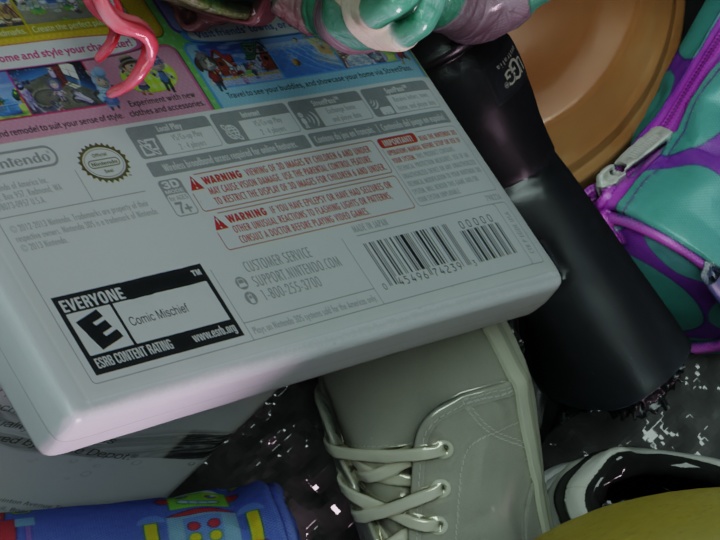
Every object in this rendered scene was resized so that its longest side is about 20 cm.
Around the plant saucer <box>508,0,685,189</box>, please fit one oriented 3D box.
[{"bbox_3d":[0.028,-0.114,0.844,0.199,0.037,0.201,1,73,-3],"label":"plant saucer"}]

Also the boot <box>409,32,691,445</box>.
[{"bbox_3d":[0.000,0.000,0.779,0.169,0.199,0.076,62,35,-14],"label":"boot"}]

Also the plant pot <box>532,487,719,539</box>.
[{"bbox_3d":[0.094,0.145,0.643,0.199,0.142,0.201,-6,105,-22],"label":"plant pot"}]

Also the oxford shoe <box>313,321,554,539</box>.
[{"bbox_3d":[0.021,0.066,0.726,0.075,0.201,0.058,1,31,37],"label":"oxford shoe"}]

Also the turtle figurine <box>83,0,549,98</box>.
[{"bbox_3d":[-0.026,-0.113,0.608,0.100,0.200,0.150,-26,78,28],"label":"turtle figurine"}]

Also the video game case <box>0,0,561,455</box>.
[{"bbox_3d":[-0.054,-0.048,0.621,0.199,0.022,0.183,-14,66,-47],"label":"video game case"}]

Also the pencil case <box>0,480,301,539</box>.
[{"bbox_3d":[-0.112,0.119,0.680,0.199,0.078,0.087,-8,101,-9],"label":"pencil case"}]

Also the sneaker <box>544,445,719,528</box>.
[{"bbox_3d":[0.153,0.111,0.766,0.199,0.080,0.074,14,71,-1],"label":"sneaker"}]

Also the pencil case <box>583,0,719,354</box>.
[{"bbox_3d":[0.150,-0.070,0.811,0.092,0.085,0.201,43,69,-35],"label":"pencil case"}]

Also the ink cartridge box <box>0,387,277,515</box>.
[{"bbox_3d":[-0.114,0.017,0.685,0.144,0.200,0.085,13,49,-34],"label":"ink cartridge box"}]
